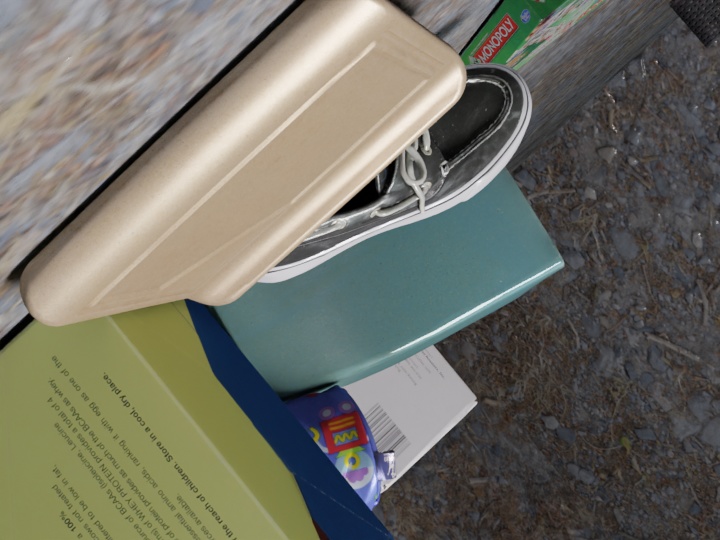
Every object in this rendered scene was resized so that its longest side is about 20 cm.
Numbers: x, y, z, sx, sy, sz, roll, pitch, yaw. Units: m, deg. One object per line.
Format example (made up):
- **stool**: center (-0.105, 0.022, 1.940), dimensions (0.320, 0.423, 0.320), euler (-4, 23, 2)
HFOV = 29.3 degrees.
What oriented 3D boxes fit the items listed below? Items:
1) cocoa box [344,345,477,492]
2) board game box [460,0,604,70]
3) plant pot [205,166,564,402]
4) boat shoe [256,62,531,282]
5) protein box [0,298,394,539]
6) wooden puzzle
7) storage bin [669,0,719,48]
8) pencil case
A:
- **cocoa box**: center (-0.030, 0.090, 1.160), dimensions (0.133, 0.200, 0.131), euler (-38, 177, -37)
- **board game box**: center (0.152, -0.198, 0.938), dimensions (0.200, 0.029, 0.135), euler (-40, 178, -25)
- **plant pot**: center (0.000, 0.000, 0.898), dimensions (0.199, 0.142, 0.141), euler (-32, 175, -10)
- **boat shoe**: center (0.012, -0.063, 0.751), dimensions (0.198, 0.074, 0.068), euler (-24, 167, -12)
- **protein box**: center (-0.126, 0.138, 0.688), dimensions (0.200, 0.199, 0.135), euler (-41, 176, 10)
- **wooden puzzle**: center (-0.044, -0.049, 0.608), dimensions (0.185, 0.037, 0.200), euler (-42, 169, 11)
- **storage bin**: center (0.596, -0.455, 2.147), dimensions (0.200, 0.094, 0.135), euler (-42, 177, 40)
- **pencil case**: center (-0.080, 0.136, 0.822), dimensions (0.198, 0.088, 0.078), euler (-17, 170, -14)
